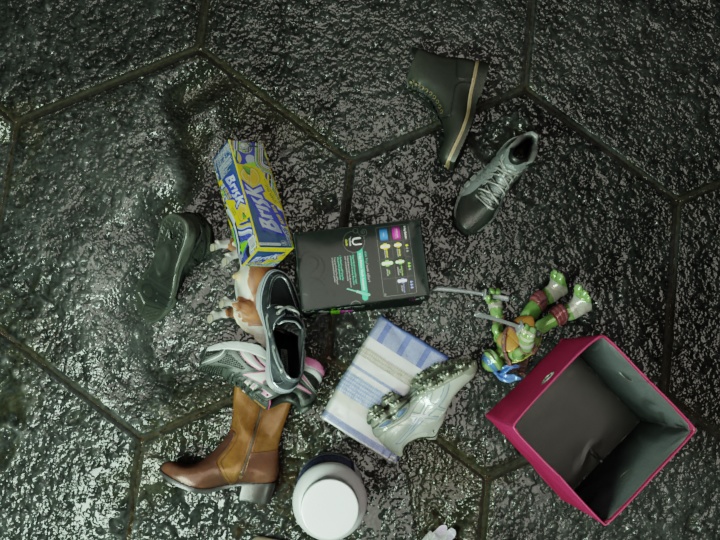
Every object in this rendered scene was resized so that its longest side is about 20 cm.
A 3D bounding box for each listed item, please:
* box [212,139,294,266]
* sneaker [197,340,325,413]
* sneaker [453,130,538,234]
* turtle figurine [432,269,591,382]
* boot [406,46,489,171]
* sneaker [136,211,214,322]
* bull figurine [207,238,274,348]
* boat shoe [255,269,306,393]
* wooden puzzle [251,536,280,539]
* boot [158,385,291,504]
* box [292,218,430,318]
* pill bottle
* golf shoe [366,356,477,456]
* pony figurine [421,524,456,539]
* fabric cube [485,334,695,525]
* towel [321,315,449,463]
[{"bbox_3d":[-0.173,-0.108,1.235,0.070,0.064,0.201,0,62,-39],"label":"box"},{"bbox_3d":[-0.156,0.170,1.200,0.198,0.081,0.087,9,58,-4],"label":"sneaker"},{"bbox_3d":[0.226,-0.153,1.269,0.075,0.116,0.201,35,83,2],"label":"sneaker"},{"bbox_3d":[0.256,0.061,1.234,0.193,0.144,0.201,-33,89,-9],"label":"turtle figurine"},{"bbox_3d":[0.127,-0.276,1.307,0.137,0.078,0.201,16,70,4],"label":"boot"},{"bbox_3d":[-0.293,-0.008,1.255,0.076,0.114,0.201,30,111,17],"label":"sneaker"},{"bbox_3d":[-0.180,0.038,1.246,0.121,0.065,0.202,9,72,-40],"label":"bull figurine"},{"bbox_3d":[-0.117,0.083,1.180,0.071,0.068,0.202,8,60,-23],"label":"boat shoe"},{"bbox_3d":[-0.104,0.539,1.221,0.183,0.037,0.202,12,79,-1],"label":"wooden puzzle"},{"bbox_3d":[-0.209,0.255,1.230,0.186,0.068,0.202,11,82,-1],"label":"boot"},{"bbox_3d":[0.000,0.000,1.226,0.198,0.149,0.126,-7,83,-4],"label":"box"},{"bbox_3d":[-0.046,0.340,1.159,0.110,0.200,0.112,0,83,-2],"label":"pill bottle"},{"bbox_3d":[0.111,0.216,1.232,0.199,0.078,0.098,-32,102,0],"label":"golf shoe"},{"bbox_3d":[0.119,0.504,1.172,0.192,0.200,0.167,-32,79,-21],"label":"pony figurine"},{"bbox_3d":[0.342,0.234,1.189,0.196,0.199,0.200,-43,87,-5],"label":"fabric cube"},{"bbox_3d":[0.043,0.195,1.269,0.146,0.024,0.201,30,83,1],"label":"towel"}]
